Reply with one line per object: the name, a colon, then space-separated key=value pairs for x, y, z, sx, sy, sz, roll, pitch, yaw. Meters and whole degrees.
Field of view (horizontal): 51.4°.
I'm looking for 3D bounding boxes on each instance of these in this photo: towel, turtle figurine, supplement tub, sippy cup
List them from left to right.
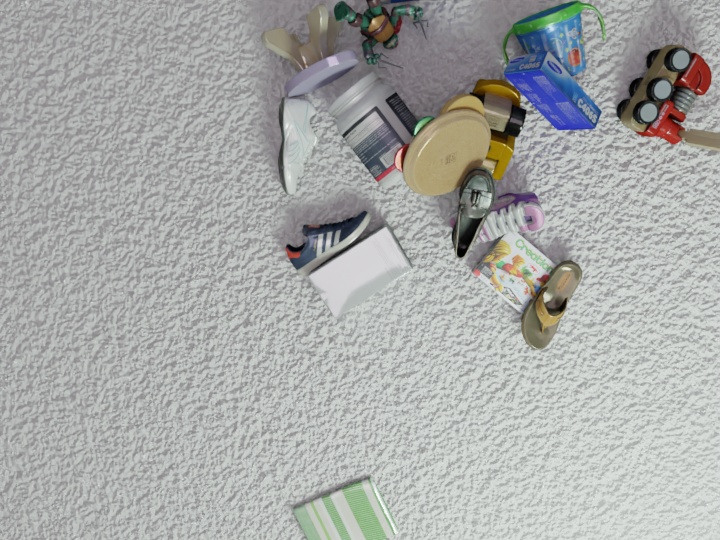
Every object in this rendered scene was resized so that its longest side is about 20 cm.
towel: x=-0.032 y=0.569 z=1.699 sx=0.199 sy=0.023 sz=0.153 roll=-25 pitch=97 yaw=7
turtle figurine: x=0.039 y=-0.477 z=1.470 sx=0.101 sy=0.200 sz=0.150 roll=35 pitch=94 yaw=40
supplement tub: x=0.042 y=-0.280 z=1.503 sx=0.140 sy=0.140 sz=0.200 roll=-37 pitch=96 yaw=7
sippy cup: x=0.383 y=-0.445 z=1.476 sx=0.139 sy=0.177 sz=0.131 roll=-32 pitch=111 yaw=-30

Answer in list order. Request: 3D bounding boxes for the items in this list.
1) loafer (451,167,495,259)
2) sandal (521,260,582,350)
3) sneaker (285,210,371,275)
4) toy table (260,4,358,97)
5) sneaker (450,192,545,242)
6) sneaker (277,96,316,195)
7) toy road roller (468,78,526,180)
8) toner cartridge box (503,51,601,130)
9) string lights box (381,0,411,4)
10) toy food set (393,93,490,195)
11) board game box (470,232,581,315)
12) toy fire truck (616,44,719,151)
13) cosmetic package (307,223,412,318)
loafer: x=0.223 y=-0.108 z=1.484 sx=0.071 sy=0.063 sz=0.201 roll=11 pitch=133 yaw=4
sandal: x=0.398 y=0.073 z=1.552 sx=0.080 sy=0.054 sz=0.201 roll=27 pitch=99 yaw=-3
sneaker: x=-0.072 y=-0.077 z=1.572 sx=0.200 sy=0.075 sz=0.085 roll=-37 pitch=100 yaw=7
toy table: x=-0.094 y=-0.430 z=1.469 sx=0.199 sy=0.183 sz=0.118 roll=-18 pitch=96 yaw=47
sneaker: x=0.287 y=-0.119 z=1.555 sx=0.199 sy=0.089 sz=0.081 roll=-8 pitch=129 yaw=24
sneaker: x=-0.129 y=-0.255 z=1.551 sx=0.080 sy=0.070 sz=0.202 roll=-1 pitch=106 yaw=-18
toy road roller: x=0.257 y=-0.295 z=1.519 sx=0.122 sy=0.146 sz=0.201 roll=17 pitch=136 yaw=-1
toner cartridge box: x=0.376 y=-0.345 z=1.455 sx=0.200 sy=0.095 sz=0.043 roll=33 pitch=76 yaw=-36
string lights box: x=0.128 y=-0.598 z=1.491 sx=0.199 sy=0.059 sz=0.103 roll=-6 pitch=97 yaw=3
toy food set: x=0.159 y=-0.226 z=1.423 sx=0.197 sy=0.200 sz=0.049 roll=-31 pitch=52 yaw=-4
board game box: x=0.352 y=0.017 z=1.590 sx=0.200 sy=0.035 sz=0.126 roll=39 pitch=97 yaw=-4
toy fire truck: x=0.650 y=-0.328 z=1.492 sx=0.199 sy=0.129 sz=0.177 roll=28 pitch=99 yaw=-14
cosmetic package: x=0.000 y=0.000 z=1.580 sx=0.199 sy=0.081 sz=0.113 roll=-30 pitch=96 yaw=7
